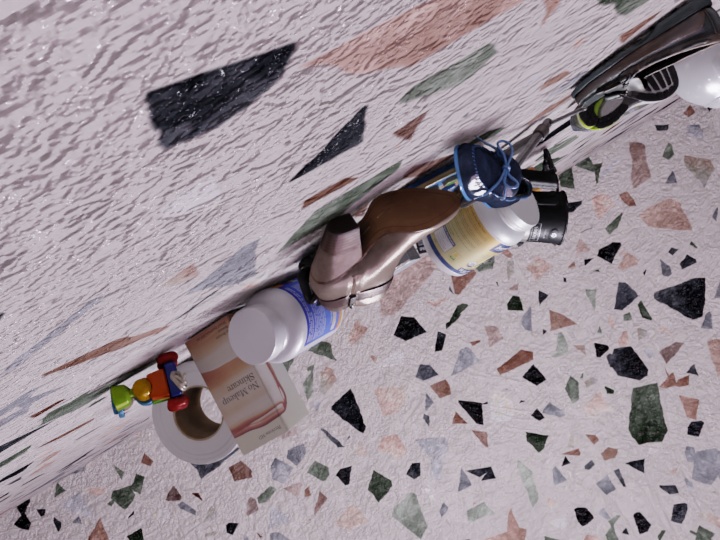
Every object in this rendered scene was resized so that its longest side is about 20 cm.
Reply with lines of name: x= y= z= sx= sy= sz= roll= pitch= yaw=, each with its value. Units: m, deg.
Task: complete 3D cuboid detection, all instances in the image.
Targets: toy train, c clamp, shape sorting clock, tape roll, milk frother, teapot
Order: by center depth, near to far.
shape sorting clock: x=0.101 y=-0.105 z=0.982 sx=0.198 sy=0.040 sz=0.200 roll=-32 pitch=176 yaw=-3
c clamp: x=0.230 y=-0.169 z=1.027 sx=0.200 sy=0.027 sz=0.170 roll=-48 pitch=-166 yaw=-30
toy train: x=-0.324 y=0.178 z=1.031 sx=0.114 sy=0.086 sz=0.200 roll=-15 pitch=171 yaw=-19
teapot: x=0.709 y=-0.386 z=1.335 sx=0.198 sy=0.148 sz=0.197 roll=-30 pitch=176 yaw=-24
tape roll: x=-0.307 y=0.278 z=1.401 sx=0.200 sy=0.205 sz=0.139 roll=-31 pitch=176 yaw=9
milk frother: x=0.349 y=-0.166 z=1.502 sx=0.184 sy=0.184 sz=0.201 roll=3 pitch=-151 yaw=1

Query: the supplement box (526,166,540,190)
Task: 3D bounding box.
supplement box: x=0.385 y=-0.200 z=1.724 sx=0.198 sy=0.070 sz=0.066 roll=-24 pitch=170 yaw=-44

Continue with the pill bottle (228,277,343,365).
pill bottle: x=-0.114 y=0.076 z=1.051 sx=0.111 sy=0.113 sz=0.199 roll=-32 pitch=175 yaw=26

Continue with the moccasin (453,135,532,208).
moccasin: x=0.171 y=-0.126 z=0.861 sx=0.067 sy=0.082 sz=0.199 roll=-6 pitch=178 yaw=25

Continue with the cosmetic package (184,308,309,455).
cosmetic package: x=-0.180 y=0.173 z=1.087 sx=0.102 sy=0.202 sz=0.087 roll=-32 pitch=177 yaw=20

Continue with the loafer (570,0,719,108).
loafer: x=0.362 y=-0.261 z=0.872 sx=0.071 sy=0.064 sz=0.199 roll=-26 pitch=173 yaw=-46

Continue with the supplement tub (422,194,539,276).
supplement tub: x=0.229 y=-0.093 z=1.315 sx=0.199 sy=0.146 sz=0.144 roll=-34 pitch=174 yaw=38

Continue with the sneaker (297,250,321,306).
sneaker: x=-0.031 y=-0.003 z=1.004 sx=0.113 sy=0.077 sz=0.199 roll=-30 pitch=173 yaw=10

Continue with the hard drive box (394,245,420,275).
hard drive box: x=0.000 y=0.000 z=1.220 sx=0.198 sy=0.078 sz=0.156 roll=-33 pitch=175 yaw=10

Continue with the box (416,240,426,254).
box: x=0.254 y=-0.105 z=1.722 sx=0.156 sy=0.051 sz=0.199 roll=-11 pitch=-168 yaw=45

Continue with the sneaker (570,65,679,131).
sneaker: x=0.418 y=-0.281 z=1.095 sx=0.197 sy=0.075 sz=0.081 roll=-25 pitch=-176 yaw=-9

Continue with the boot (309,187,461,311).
boot: x=0.028 y=-0.020 z=0.871 sx=0.196 sy=0.071 sz=0.148 roll=-13 pitch=140 yaw=-11
